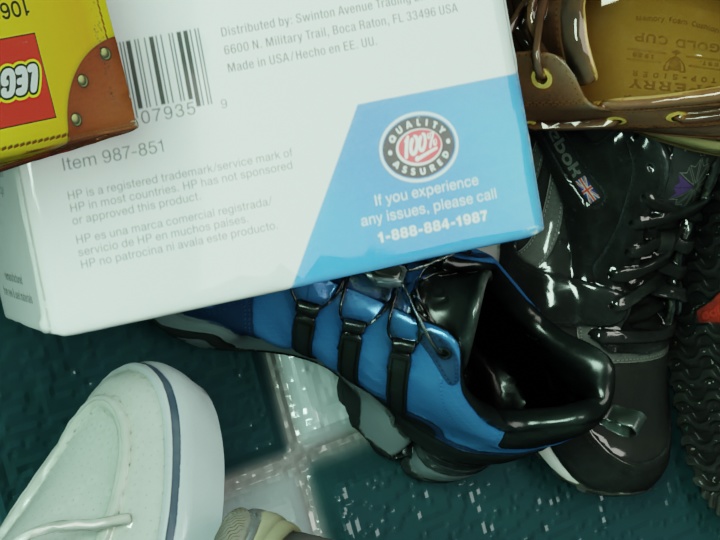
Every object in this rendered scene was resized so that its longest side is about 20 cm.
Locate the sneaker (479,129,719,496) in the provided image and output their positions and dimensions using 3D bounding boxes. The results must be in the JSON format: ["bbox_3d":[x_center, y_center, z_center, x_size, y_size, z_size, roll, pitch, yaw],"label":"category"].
[{"bbox_3d":[0.087,-0.020,0.916,0.076,0.087,0.200,-11,89,-45],"label":"sneaker"}]

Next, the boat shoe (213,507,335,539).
[{"bbox_3d":[0.001,0.142,0.757,0.200,0.073,0.075,68,41,-56],"label":"boat shoe"}]

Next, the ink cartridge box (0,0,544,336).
[{"bbox_3d":[-0.044,-0.095,0.730,0.145,0.084,0.200,-12,96,-16],"label":"ink cartridge box"}]

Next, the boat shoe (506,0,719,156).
[{"bbox_3d":[0.061,-0.080,0.852,0.200,0.068,0.072,5,81,-2],"label":"boat shoe"}]

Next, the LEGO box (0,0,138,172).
[{"bbox_3d":[-0.180,-0.040,0.618,0.200,0.149,0.077,-16,93,-44],"label":"LEGO box"}]

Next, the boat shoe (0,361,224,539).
[{"bbox_3d":[-0.105,0.109,0.718,0.086,0.075,0.202,29,71,-32],"label":"boat shoe"}]

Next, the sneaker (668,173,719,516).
[{"bbox_3d":[0.159,-0.004,1.003,0.093,0.070,0.200,-12,91,-52],"label":"sneaker"}]

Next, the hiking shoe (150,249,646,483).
[{"bbox_3d":[0.000,0.000,0.827,0.200,0.087,0.075,32,60,-35],"label":"hiking shoe"}]
